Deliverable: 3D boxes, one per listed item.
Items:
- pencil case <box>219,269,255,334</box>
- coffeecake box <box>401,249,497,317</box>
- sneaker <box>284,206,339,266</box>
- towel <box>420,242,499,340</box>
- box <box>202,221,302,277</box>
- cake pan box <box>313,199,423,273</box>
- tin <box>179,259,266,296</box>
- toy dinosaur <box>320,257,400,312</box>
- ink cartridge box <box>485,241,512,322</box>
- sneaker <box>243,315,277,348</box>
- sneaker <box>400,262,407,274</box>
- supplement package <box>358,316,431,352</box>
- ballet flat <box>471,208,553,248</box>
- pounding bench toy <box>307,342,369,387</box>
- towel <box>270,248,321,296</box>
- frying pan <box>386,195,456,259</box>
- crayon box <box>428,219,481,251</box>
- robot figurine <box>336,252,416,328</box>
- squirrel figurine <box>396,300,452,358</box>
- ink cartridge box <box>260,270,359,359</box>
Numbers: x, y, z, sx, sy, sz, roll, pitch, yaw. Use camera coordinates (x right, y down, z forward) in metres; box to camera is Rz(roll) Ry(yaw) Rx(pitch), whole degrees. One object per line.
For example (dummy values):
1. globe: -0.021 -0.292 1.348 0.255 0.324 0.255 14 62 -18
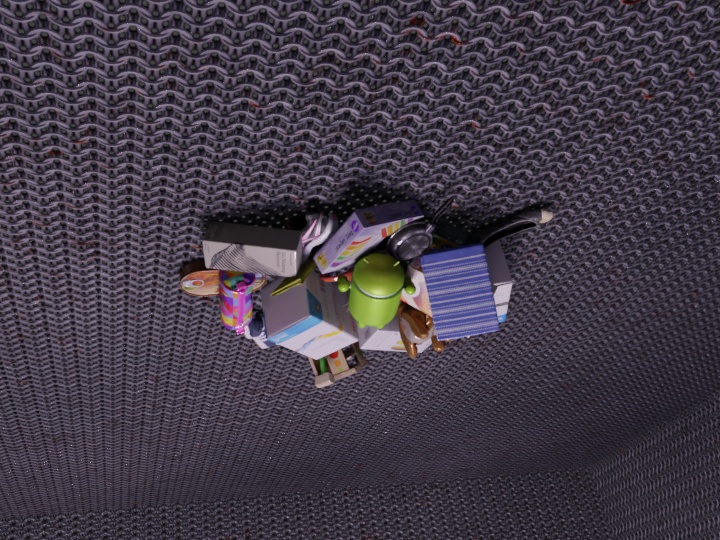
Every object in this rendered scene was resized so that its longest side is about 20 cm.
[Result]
1. pencil case: -0.285 0.064 1.608 0.088 0.089 0.200 -4 148 -11
2. coffeecake box: 0.200 0.052 1.639 0.200 0.073 0.154 29 150 9
3. sneaker: -0.139 -0.076 1.521 0.086 0.081 0.200 30 123 -31
4. towel: 0.220 0.047 1.545 0.144 0.201 0.024 -11 180 8
5. box: -0.226 -0.044 1.469 0.199 0.069 0.082 6 131 5
6. cake pan box: 0.019 -0.075 1.517 0.200 0.052 0.184 -15 160 -45
7. tin: -0.321 0.015 1.630 0.199 0.042 0.112 -3 144 -13
8. toy dinosaur: 0.000 0.000 1.673 0.181 0.105 0.200 8 128 -11
9. ink cartridge box: 0.315 0.028 1.742 0.084 0.146 0.200 -10 149 -2
10. sneaker: -0.240 0.150 1.838 0.108 0.070 0.200 -10 156 8
11. sneaker: 0.051 0.064 1.772 0.067 0.090 0.200 21 136 -40
12. supplement package: 0.100 0.148 1.905 0.199 0.110 0.114 6 145 -26
13. ballet flat: 0.359 -0.096 1.642 0.199 0.057 0.066 -20 148 15
14. pounding bench toy: -0.085 0.216 1.864 0.124 0.157 0.200 -23 177 17
15. towel: -0.129 0.001 1.551 0.086 0.200 0.018 -28 103 25
16. frying pan: 0.145 -0.080 1.536 0.190 0.031 0.115 -29 145 7
17. crayon box: 0.202 -0.027 1.652 0.125 0.052 0.200 24 149 10
18. robot figurine: 0.034 0.044 1.560 0.175 0.116 0.200 3 138 -5
19. squirrel figurine: 0.188 0.103 1.779 0.186 0.200 0.142 -16 148 -18
20. ink cartridge box: -0.125 0.110 1.738 0.146 0.147 0.200 -28 144 25
